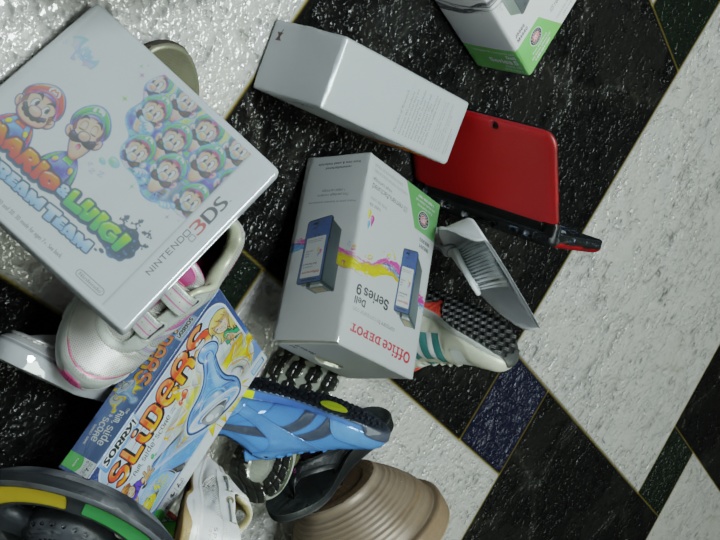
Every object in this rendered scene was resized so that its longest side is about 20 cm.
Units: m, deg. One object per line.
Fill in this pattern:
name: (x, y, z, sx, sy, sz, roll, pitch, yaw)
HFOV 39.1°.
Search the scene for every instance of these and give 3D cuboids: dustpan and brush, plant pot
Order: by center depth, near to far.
dustpan and brush: (0.114, -0.017, 1.122, 0.057, 0.200, 0.140, -32, 122, 5)
plant pot: (-0.007, 0.282, 1.156, 0.201, 0.201, 0.093, -37, 104, -30)

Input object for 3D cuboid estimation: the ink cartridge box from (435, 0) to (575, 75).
ink cartridge box: (0.151, -0.333, 1.098, 0.146, 0.084, 0.200, -58, 139, -10)

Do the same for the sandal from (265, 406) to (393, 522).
sandal: (-0.042, 0.209, 1.159, 0.200, 0.075, 0.048, -40, 123, -40)

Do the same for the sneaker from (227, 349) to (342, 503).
sneaker: (-0.078, 0.158, 1.112, 0.200, 0.077, 0.089, -60, 170, -10)

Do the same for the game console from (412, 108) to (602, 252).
game console: (0.162, -0.105, 1.127, 0.172, 0.200, 0.119, 4, 104, -48)

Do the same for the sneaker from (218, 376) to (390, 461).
sneaker: (-0.072, 0.161, 1.035, 0.200, 0.066, 0.079, 15, 96, -5)

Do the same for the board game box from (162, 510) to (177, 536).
board game box: (-0.159, 0.322, 0.977, 0.048, 0.200, 0.102, 8, 102, -48)

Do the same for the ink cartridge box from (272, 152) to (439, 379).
ink cartridge box: (0.000, 0.000, 1.043, 0.145, 0.087, 0.200, 32, 64, -50)

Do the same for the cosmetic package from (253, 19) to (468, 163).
cosmetic package: (0.005, -0.173, 1.002, 0.200, 0.101, 0.071, 16, 96, -49)

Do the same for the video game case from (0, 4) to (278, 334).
video game case: (-0.195, -0.082, 0.790, 0.200, 0.024, 0.182, 43, 70, -3)

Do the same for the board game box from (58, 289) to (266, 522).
board game box: (-0.170, 0.123, 0.916, 0.200, 0.034, 0.135, -58, 151, -21)

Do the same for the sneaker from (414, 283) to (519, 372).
sneaker: (0.088, 0.080, 1.141, 0.070, 0.200, 0.094, -21, 129, -47)

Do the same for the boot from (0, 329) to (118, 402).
boot: (-0.230, 0.062, 0.890, 0.200, 0.073, 0.096, 36, 74, -58)

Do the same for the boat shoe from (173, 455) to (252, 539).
boat shoe: (-0.139, 0.233, 0.974, 0.069, 0.200, 0.071, 14, 97, -8)

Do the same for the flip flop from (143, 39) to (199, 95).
flip flop: (-0.169, -0.098, 0.880, 0.081, 0.058, 0.200, -8, 113, -45)

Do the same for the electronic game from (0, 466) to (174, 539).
electronic game: (-0.246, 0.226, 0.856, 0.200, 0.200, 0.042, 65, 29, -41)

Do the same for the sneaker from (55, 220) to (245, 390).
sneaker: (-0.170, 0.013, 0.831, 0.081, 0.088, 0.200, 43, 67, -11)
